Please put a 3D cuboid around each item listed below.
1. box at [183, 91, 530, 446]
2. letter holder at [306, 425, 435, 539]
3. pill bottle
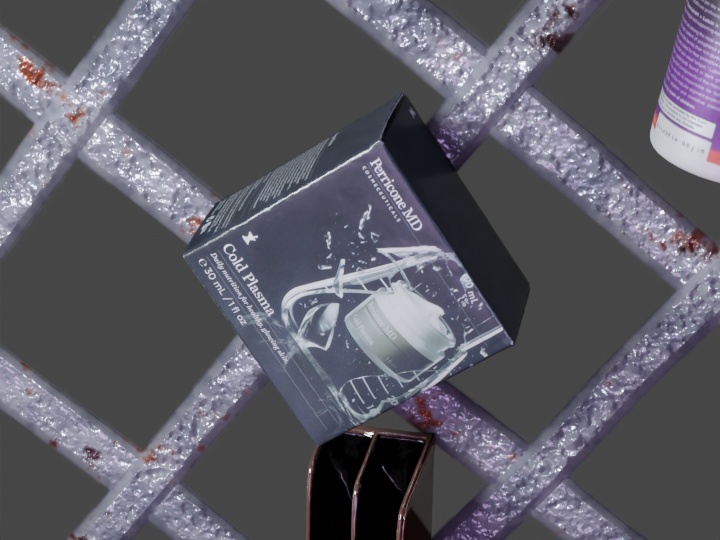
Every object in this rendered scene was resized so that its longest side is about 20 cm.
[{"bbox_3d":[0.000,0.000,1.585,0.196,0.124,0.200,-30,105,20],"label":"box"},{"bbox_3d":[0.002,0.256,1.687,0.100,0.142,0.201,5,115,10],"label":"letter holder"},{"bbox_3d":[0.290,-0.173,1.447,0.111,0.112,0.201,15,117,5],"label":"pill bottle"}]
